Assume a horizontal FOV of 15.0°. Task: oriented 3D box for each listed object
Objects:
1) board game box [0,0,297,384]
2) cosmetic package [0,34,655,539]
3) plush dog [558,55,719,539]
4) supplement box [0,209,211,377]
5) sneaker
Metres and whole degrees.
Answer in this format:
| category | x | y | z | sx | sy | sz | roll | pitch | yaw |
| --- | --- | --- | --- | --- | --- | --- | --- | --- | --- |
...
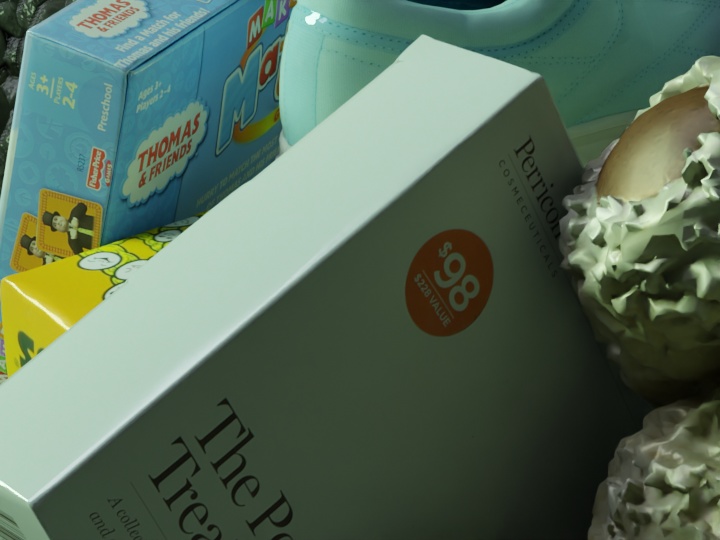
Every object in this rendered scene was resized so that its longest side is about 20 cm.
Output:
| category | x | y | z | sx | sy | sz | roll | pitch | yaw |
| --- | --- | --- | --- | --- | --- | --- | --- | --- | --- |
| board game box | -0.063 | 0.001 | 0.812 | 0.151 | 0.037 | 0.200 | -43 | -28 | -58 |
| cosmetic package | 0.012 | 0.070 | 0.642 | 0.151 | 0.200 | 0.052 | -42 | 35 | -20 |
| plush dog | 0.115 | 0.074 | 0.569 | 0.172 | 0.160 | 0.200 | 21 | 82 | 56 |
| supplement box | 0.018 | 0.039 | 0.743 | 0.200 | 0.110 | 0.109 | -20 | 34 | -30 |
| sneaker | 0.063 | -0.075 | 0.750 | 0.200 | 0.082 | 0.074 | -24 | 37 | -37 |
